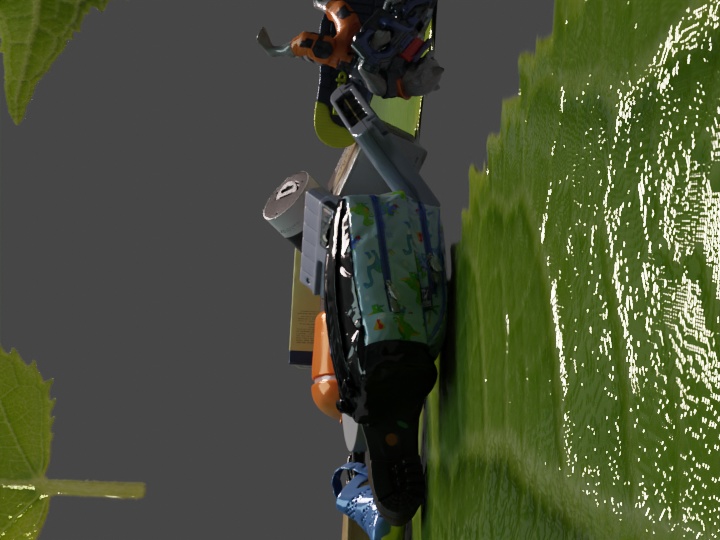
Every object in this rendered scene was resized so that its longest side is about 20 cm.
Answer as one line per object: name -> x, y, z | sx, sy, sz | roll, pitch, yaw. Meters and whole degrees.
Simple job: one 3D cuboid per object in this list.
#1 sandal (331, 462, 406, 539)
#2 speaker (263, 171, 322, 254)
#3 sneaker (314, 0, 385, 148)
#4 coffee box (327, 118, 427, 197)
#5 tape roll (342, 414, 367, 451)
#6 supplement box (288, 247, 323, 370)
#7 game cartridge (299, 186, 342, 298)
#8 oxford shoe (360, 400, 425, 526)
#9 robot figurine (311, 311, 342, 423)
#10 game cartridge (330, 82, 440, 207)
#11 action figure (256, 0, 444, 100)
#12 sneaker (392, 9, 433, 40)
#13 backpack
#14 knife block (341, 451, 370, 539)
sandal -> 0.011, 0.281, 1.524 | 0.200, 0.086, 0.081 | -107, 23, -77
speaker -> -0.033, -0.035, 1.658 | 0.200, 0.081, 0.082 | 45, -156, -26
sneaker -> -0.014, -0.249, 1.542 | 0.082, 0.073, 0.203 | -36, -41, -79
coffee box -> 0.018, -0.124, 1.600 | 0.200, 0.079, 0.114 | -105, 40, -79
tape roll -> 0.017, 0.123, 1.595 | 0.200, 0.065, 0.203 | 180, 90, -82
supplement box -> -0.038, 0.060, 2.097 | 0.200, 0.132, 0.203 | 70, -158, -82
game cartridge -> 0.000, 0.000, 1.469 | 0.199, 0.038, 0.131 | 36, 136, 40
oxford shoe -> 0.031, 0.177, 1.381 | 0.085, 0.072, 0.202 | 95, 177, -59
robot figurine -> -0.013, 0.131, 1.876 | 0.143, 0.115, 0.203 | -23, 59, 56
game cartridge -> 0.028, -0.124, 1.380 | 0.134, 0.040, 0.200 | 49, -174, -21
action figure -> 0.012, -0.252, 1.421 | 0.200, 0.192, 0.105 | -44, -24, -45
sneaker -> 0.059, -0.371, 1.554 | 0.081, 0.075, 0.202 | 114, 153, -62
backpack -> 0.023, 0.023, 1.242 | 0.164, 0.152, 0.202 | 95, 156, -66
knife block -> 0.012, 0.309, 1.656 | 0.200, 0.063, 0.178 | -100, 13, -77
